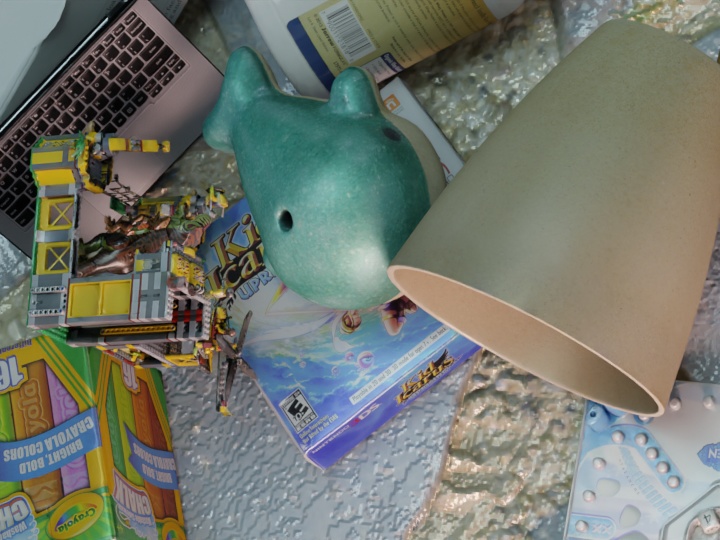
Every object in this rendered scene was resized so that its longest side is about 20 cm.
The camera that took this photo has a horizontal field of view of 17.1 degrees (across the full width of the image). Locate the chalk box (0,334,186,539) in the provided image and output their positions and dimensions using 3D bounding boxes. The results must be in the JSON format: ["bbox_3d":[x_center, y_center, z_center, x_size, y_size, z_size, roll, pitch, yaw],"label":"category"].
[{"bbox_3d":[-0.194,0.157,1.571,0.123,0.125,0.201,-18,67,14],"label":"chalk box"}]

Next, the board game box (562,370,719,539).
[{"bbox_3d":[0.218,0.165,1.467,0.199,0.026,0.201,5,73,22],"label":"board game box"}]

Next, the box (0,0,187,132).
[{"bbox_3d":[-0.238,-0.217,1.690,0.200,0.131,0.199,39,105,27],"label":"box"}]

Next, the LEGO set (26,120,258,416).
[{"bbox_3d":[-0.121,-0.008,1.517,0.115,0.200,0.155,-4,65,23],"label":"LEGO set"}]

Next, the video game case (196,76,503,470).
[{"bbox_3d":[0.000,0.000,1.599,0.200,0.045,0.182,-38,62,4],"label":"video game case"}]

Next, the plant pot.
[{"bbox_3d":[0.144,-0.043,1.456,0.187,0.187,0.201,24,79,26],"label":"plant pot"}]

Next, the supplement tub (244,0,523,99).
[{"bbox_3d":[0.025,-0.213,1.610,0.199,0.144,0.145,-26,64,10],"label":"supplement tub"}]

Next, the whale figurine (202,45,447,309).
[{"bbox_3d":[-0.038,-0.060,1.531,0.200,0.104,0.160,42,124,26],"label":"whale figurine"}]

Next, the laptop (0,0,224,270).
[{"bbox_3d":[-0.175,-0.084,1.593,0.187,0.200,0.116,-45,44,0],"label":"laptop"}]

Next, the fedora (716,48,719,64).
[{"bbox_3d":[0.319,-0.114,1.499,0.200,0.082,0.202,-7,66,17],"label":"fedora"}]
